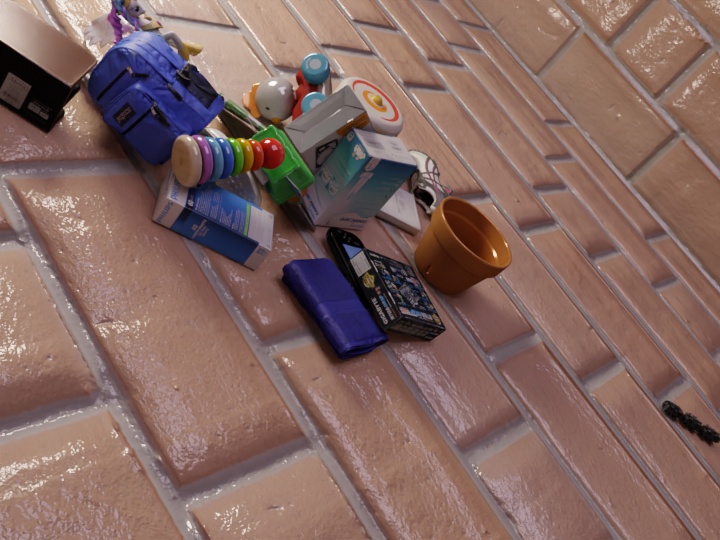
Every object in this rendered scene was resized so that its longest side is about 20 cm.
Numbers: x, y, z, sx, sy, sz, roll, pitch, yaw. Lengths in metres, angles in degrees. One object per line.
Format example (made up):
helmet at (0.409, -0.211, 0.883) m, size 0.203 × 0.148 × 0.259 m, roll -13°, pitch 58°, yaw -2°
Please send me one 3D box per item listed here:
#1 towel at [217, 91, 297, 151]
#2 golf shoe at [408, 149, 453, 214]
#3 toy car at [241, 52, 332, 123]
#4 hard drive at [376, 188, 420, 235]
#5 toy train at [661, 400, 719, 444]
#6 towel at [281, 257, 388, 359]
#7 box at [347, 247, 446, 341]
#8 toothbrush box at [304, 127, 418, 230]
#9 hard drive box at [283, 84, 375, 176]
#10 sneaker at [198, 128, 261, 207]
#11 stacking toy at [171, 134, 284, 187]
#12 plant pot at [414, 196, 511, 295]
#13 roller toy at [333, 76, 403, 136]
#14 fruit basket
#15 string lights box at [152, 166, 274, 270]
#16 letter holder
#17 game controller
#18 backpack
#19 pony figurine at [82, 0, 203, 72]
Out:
towel at (-0.215, -0.296, 1.652) m, size 0.200 × 0.023 × 0.153 m, roll 37°, pitch 3°, yaw -13°
golf shoe at (0.156, -0.219, 1.984) m, size 0.088 × 0.077 × 0.200 m, roll -12°, pitch 60°, yaw -45°
toy car at (-0.158, -0.355, 1.758) m, size 0.198 × 0.184 × 0.178 m, roll -2°, pitch 73°, yaw 3°
hard drive at (0.046, -0.167, 1.844) m, size 0.199 × 0.026 × 0.132 m, roll 25°, pitch 36°, yaw -27°
toy train at (0.852, 0.390, 2.081) m, size 0.199 × 0.034 × 0.046 m, roll 32°, pitch 21°, yaw -16°
towel at (-0.049, 0.067, 1.448) m, size 0.200 × 0.050 × 0.147 m, roll 55°, pitch 26°, yaw 18°
box at (0.073, 0.049, 1.551) m, size 0.200 × 0.046 × 0.160 m, roll 19°, pitch 39°, yaw -58°
toothbrush box at (-0.006, -0.180, 1.638) m, size 0.146 × 0.200 × 0.086 m, roll 2°, pitch 49°, yaw -45°
hard drive box at (-0.048, -0.262, 1.651) m, size 0.077 × 0.155 × 0.200 m, roll 57°, pitch 2°, yaw 22°
sneaker at (-0.237, -0.192, 1.521) m, size 0.200 × 0.076 × 0.080 m, roll 55°, pitch 24°, yaw 16°
stacking toy at (-0.215, -0.193, 1.377) m, size 0.199 × 0.086 × 0.086 m, roll -11°, pitch 59°, yaw -36°
plant pot at (0.211, -0.042, 1.772) m, size 0.199 × 0.140 × 0.201 m, roll 29°, pitch 35°, yaw -23°
roller toy at (0.003, -0.359, 1.915) m, size 0.182 × 0.140 × 0.200 m, roll 45°, pitch 32°, yaw 3°
fruit basket at (-0.153, -0.178, 1.548) m, size 0.186 × 0.093 × 0.200 m, roll 56°, pitch -10°, yaw 18°
string lights box at (-0.249, -0.092, 1.395) m, size 0.199 × 0.059 × 0.103 m, roll 27°, pitch 35°, yaw -24°
letter holder at (-0.554, -0.346, 1.320) m, size 0.199 × 0.101 × 0.142 m, roll 33°, pitch 31°, yaw -16°
game controller at (0.000, 0.000, 1.582) m, size 0.104 × 0.042 × 0.201 m, roll 6°, pitch 48°, yaw -45°
backpack at (-0.360, -0.300, 1.386) m, size 0.200 × 0.162 × 0.168 m, roll 48°, pitch 28°, yaw -18°
pony figurine at (-0.422, -0.420, 1.499) m, size 0.200 × 0.192 × 0.167 m, roll 39°, pitch 29°, yaw -45°
